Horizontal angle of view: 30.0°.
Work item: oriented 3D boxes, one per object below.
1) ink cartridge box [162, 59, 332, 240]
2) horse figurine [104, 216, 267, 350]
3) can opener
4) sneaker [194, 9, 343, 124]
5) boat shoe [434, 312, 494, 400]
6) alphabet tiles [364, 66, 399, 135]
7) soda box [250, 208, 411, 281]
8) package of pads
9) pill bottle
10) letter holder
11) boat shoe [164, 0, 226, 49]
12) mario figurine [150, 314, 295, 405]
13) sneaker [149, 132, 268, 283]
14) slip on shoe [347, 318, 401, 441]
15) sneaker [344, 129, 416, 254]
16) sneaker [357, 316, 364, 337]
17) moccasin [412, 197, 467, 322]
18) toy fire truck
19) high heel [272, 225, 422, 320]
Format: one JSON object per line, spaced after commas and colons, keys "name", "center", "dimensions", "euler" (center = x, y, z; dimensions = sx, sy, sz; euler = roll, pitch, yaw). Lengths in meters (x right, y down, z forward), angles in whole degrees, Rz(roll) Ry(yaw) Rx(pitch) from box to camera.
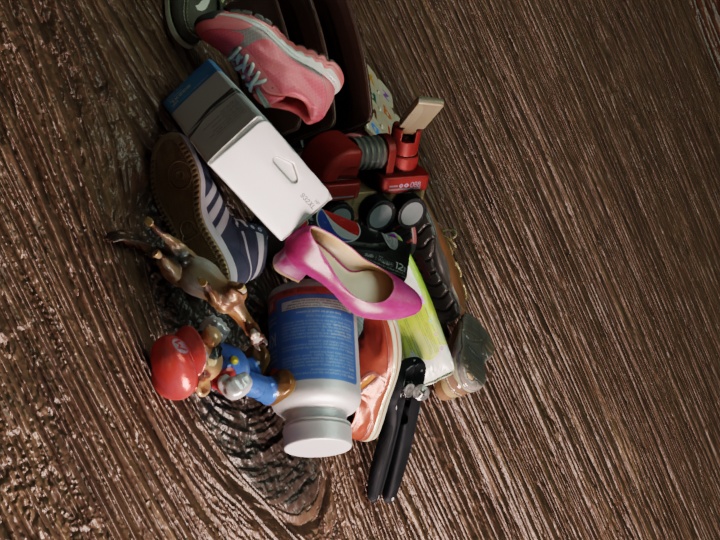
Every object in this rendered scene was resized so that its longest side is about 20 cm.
{"name": "ink cartridge box", "center": [-0.136, -0.144, 1.584], "dimensions": [0.145, 0.084, 0.200], "euler": [48, 1, -35]}
{"name": "horse figurine", "center": [-0.186, 0.005, 1.499], "dimensions": [0.050, 0.200, 0.133], "euler": [-56, 168, -11]}
{"name": "can opener", "center": [0.047, 0.206, 1.751], "dimensions": [0.063, 0.079, 0.200], "euler": [4, 94, -31]}
{"name": "sneaker", "center": [-0.116, -0.249, 1.654], "dimensions": [0.200, 0.074, 0.087], "euler": [26, 67, -18]}
{"name": "boat shoe", "center": [0.143, 0.126, 1.966], "dimensions": [0.076, 0.072, 0.200], "euler": [51, 23, -8]}
{"name": "alphabet tiles", "center": [0.013, -0.246, 1.965], "dimensions": [0.200, 0.015, 0.196], "euler": [48, 23, -32]}
{"name": "soda box", "center": [-0.041, -0.027, 1.687], "dimensions": [0.200, 0.071, 0.063], "euler": [22, 44, -11]}
{"name": "package of pads", "center": [0.063, 0.051, 1.829], "dimensions": [0.155, 0.068, 0.200], "euler": [-101, 168, -84]}
{"name": "pill bottle", "center": [-0.056, 0.120, 1.640], "dimensions": [0.112, 0.112, 0.200], "euler": [25, 54, -48]}
{"name": "letter holder", "center": [-0.077, -0.275, 1.774], "dimensions": [0.101, 0.142, 0.200], "euler": [1, 74, -55]}
{"name": "boat shoe", "center": [-0.198, -0.370, 1.720], "dimensions": [0.072, 0.060, 0.202], "euler": [41, 44, -37]}
{"name": "mario figurine", "center": [-0.151, 0.098, 1.515], "dimensions": [0.200, 0.123, 0.106], "euler": [16, 74, -56]}
{"name": "sneaker", "center": [-0.177, -0.070, 1.599], "dimensions": [0.108, 0.070, 0.200], "euler": [-18, 87, -60]}
{"name": "slip on shoe", "center": [0.006, 0.127, 1.698], "dimensions": [0.061, 0.074, 0.200], "euler": [0, 115, -29]}
{"name": "sneaker", "center": [0.036, -0.114, 1.923], "dimensions": [0.200, 0.074, 0.087], "euler": [65, 31, -12]}
{"name": "sneaker", "center": [-0.029, 0.052, 1.752], "dimensions": [0.087, 0.075, 0.200], "euler": [-34, 103, -50]}
{"name": "moccasin", "center": [0.108, -0.025, 1.984], "dimensions": [0.202, 0.074, 0.078], "euler": [61, 25, -10]}
{"name": "toy fire truck", "center": [0.020, -0.152, 1.747], "dimensions": [0.176, 0.129, 0.200], "euler": [-6, 122, -31]}
{"name": "high heel", "center": [0.000, 0.000, 1.597], "dimensions": [0.200, 0.096, 0.067], "euler": [25, 58, -17]}
